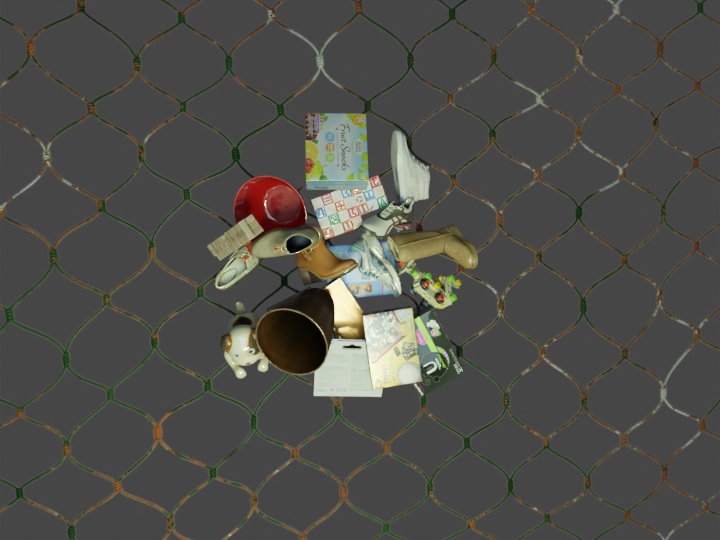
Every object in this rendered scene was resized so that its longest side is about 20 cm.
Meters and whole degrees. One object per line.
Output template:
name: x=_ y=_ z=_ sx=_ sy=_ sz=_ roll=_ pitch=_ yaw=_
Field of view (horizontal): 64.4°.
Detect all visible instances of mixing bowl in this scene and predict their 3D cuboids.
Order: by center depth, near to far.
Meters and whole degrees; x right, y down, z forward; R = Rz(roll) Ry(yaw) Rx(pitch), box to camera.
mixing bowl: x=-0.224 y=-0.164 z=1.525 sx=0.199 sy=0.108 sz=0.201 roll=4 pitch=112 yaw=11

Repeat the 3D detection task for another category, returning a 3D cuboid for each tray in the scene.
tray: x=-0.042 y=0.124 z=1.583 sx=0.098 sy=0.037 sz=0.200 roll=-35 pitch=104 yaw=1

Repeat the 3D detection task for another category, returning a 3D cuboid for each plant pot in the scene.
plant pot: x=-0.141 y=0.130 z=1.457 sx=0.186 sy=0.200 sz=0.188 roll=7 pitch=118 yaw=13

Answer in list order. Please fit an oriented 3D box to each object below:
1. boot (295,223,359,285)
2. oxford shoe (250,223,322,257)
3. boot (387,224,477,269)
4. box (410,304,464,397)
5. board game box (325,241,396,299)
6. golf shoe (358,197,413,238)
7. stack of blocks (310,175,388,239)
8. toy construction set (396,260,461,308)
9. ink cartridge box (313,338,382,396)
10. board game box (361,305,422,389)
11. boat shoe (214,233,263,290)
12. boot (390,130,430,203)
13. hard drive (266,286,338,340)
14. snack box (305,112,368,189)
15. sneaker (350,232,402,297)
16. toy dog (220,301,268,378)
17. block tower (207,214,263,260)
boot: x=-0.100 y=-0.052 z=1.540 sx=0.077 sy=0.199 sz=0.156 roll=-14 pitch=90 yaw=-46
oxford shoe: x=-0.198 y=-0.070 z=1.455 sx=0.199 sy=0.074 sz=0.071 roll=-17 pitch=108 yaw=19
boot: x=0.195 y=-0.050 z=1.561 sx=0.199 sy=0.175 sz=0.066 roll=-12 pitch=131 yaw=-18
box: x=0.171 y=0.219 z=1.596 sx=0.148 sy=0.124 sz=0.201 roll=-29 pitch=97 yaw=-4
board game box: x=0.000 y=0.000 z=1.609 sx=0.199 sy=0.037 sz=0.152 roll=-5 pitch=94 yaw=-7
golf shoe: x=0.070 y=-0.144 z=1.540 sx=0.077 sy=0.200 sz=0.088 roll=35 pitch=125 yaw=28
stack of blocks: x=-0.026 y=-0.174 z=1.585 sx=0.199 sy=0.059 sz=0.116 roll=-21 pitch=95 yaw=-5
toy construction set: x=0.191 y=0.033 z=1.584 sx=0.199 sy=0.092 sz=0.131 roll=30 pitch=46 yaw=-13
ink cartridge box: x=-0.029 y=0.261 z=1.581 sx=0.198 sy=0.041 sz=0.201 roll=3 pitch=119 yaw=-6
board game box: x=0.082 y=0.203 z=1.508 sx=0.135 sy=0.035 sz=0.201 roll=-8 pitch=95 yaw=-3
boat shoe: x=-0.322 y=-0.025 z=1.561 sx=0.071 sy=0.063 sz=0.200 roll=45 pitch=87 yaw=-5
boot: x=0.142 y=-0.292 z=1.597 sx=0.095 sy=0.074 sz=0.201 roll=-8 pitch=102 yaw=-11
hard drive: x=-0.156 y=0.164 z=1.604 sx=0.139 sy=0.033 sz=0.201 roll=-27 pitch=95 yaw=-4
snack box: x=-0.065 y=-0.320 z=1.540 sx=0.168 sy=0.068 sz=0.201 roll=0 pitch=75 yaw=-5
sneaker: x=0.043 y=-0.006 z=1.564 sx=0.086 sy=0.078 sz=0.201 roll=-31 pitch=85 yaw=1
toy dog: x=-0.295 y=0.183 z=1.506 sx=0.139 sy=0.200 sz=0.195 roll=-1 pitch=94 yaw=-6
block tower: x=-0.327 y=-0.084 z=1.492 sx=0.058 sy=0.200 sz=0.054 roll=-42 pitch=102 yaw=-38
